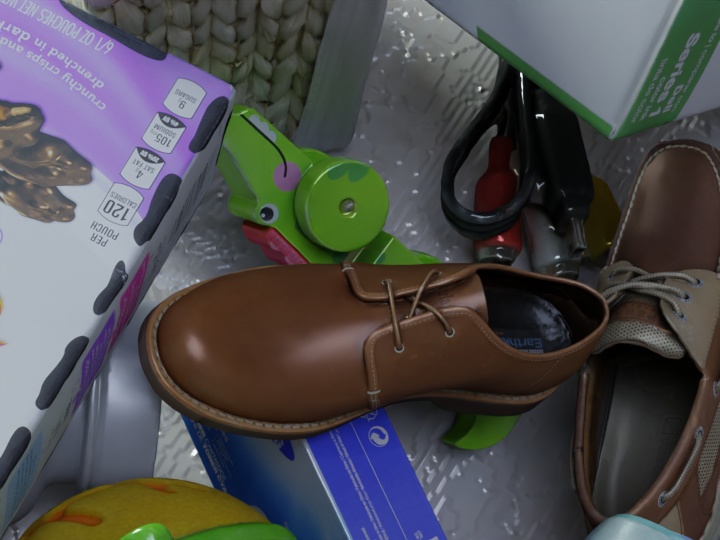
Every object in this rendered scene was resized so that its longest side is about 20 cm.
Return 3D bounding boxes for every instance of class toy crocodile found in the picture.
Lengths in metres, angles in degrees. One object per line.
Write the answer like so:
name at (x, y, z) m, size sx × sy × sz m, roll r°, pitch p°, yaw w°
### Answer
toy crocodile at (0.000, 0.000, 0.942) m, size 0.200 × 0.067 × 0.062 m, roll 43°, pitch 82°, yaw -27°

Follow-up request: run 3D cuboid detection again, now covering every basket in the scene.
basket at (-0.066, -0.136, 0.931) m, size 0.123 × 0.200 × 0.136 m, roll -9°, pitch 73°, yaw -9°

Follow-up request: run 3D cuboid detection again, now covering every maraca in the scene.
maraca at (-0.092, 0.132, 0.831) m, size 0.137 × 0.200 × 0.107 m, roll -36°, pitch 71°, yaw 9°

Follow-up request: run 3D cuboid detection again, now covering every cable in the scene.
cable at (0.073, -0.075, 1.027) m, size 0.097 × 0.050 × 0.201 m, roll 1°, pitch 61°, yaw -16°

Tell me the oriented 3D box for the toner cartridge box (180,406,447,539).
toner cartridge box at (-0.010, 0.109, 0.906) m, size 0.043 × 0.095 × 0.201 m, roll -18°, pitch 75°, yaw -31°

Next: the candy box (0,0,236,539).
candy box at (-0.165, -0.015, 0.815) m, size 0.167 × 0.072 × 0.201 m, roll 27°, pitch 60°, yaw 2°

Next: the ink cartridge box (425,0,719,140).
ink cartridge box at (0.125, -0.142, 0.934) m, size 0.145 × 0.084 × 0.200 m, roll 40°, pitch 35°, yaw 26°

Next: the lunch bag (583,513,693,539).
lunch bag at (0.145, 0.199, 0.881) m, size 0.200 × 0.161 × 0.077 m, roll 40°, pitch 63°, yaw 9°

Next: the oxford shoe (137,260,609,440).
oxford shoe at (0.009, 0.020, 0.859) m, size 0.199 × 0.071 × 0.072 m, roll -3°, pitch 68°, yaw -32°

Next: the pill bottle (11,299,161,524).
pill bottle at (-0.182, 0.046, 0.885) m, size 0.199 × 0.111 × 0.112 m, roll 5°, pitch 70°, yaw -11°

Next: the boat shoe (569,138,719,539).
boat shoe at (0.130, 0.031, 0.933) m, size 0.075 × 0.072 × 0.201 m, roll -4°, pitch 64°, yaw 25°
